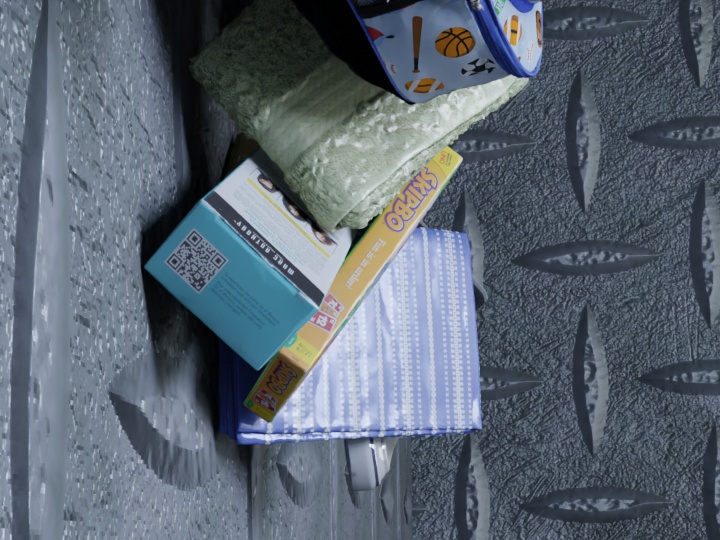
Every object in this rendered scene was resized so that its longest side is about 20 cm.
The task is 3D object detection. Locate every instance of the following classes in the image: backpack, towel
[{"bbox_3d":[0.046,-0.195,0.770,0.191,0.153,0.201,67,29,-43],"label":"backpack"},{"bbox_3d":[-0.006,0.041,0.943,0.024,0.198,0.146,-16,-105,56],"label":"towel"},{"bbox_3d":[0.005,-0.125,0.857,0.200,0.149,0.036,-41,178,-33],"label":"towel"}]

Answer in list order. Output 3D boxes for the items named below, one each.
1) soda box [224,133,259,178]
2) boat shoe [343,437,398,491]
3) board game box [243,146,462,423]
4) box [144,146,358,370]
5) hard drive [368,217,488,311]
[{"bbox_3d":[-0.048,0.004,1.006,0.064,0.067,0.202,-84,170,-58],"label":"soda box"},{"bbox_3d":[0.023,0.078,1.027,0.201,0.065,0.073,-83,170,-56],"label":"boat shoe"},{"bbox_3d":[0.000,0.000,0.883,0.201,0.030,0.096,-56,180,-29],"label":"board game box"},{"bbox_3d":[-0.054,-0.016,0.804,0.082,0.049,0.200,43,15,-5],"label":"box"},{"bbox_3d":[0.008,-0.057,1.083,0.140,0.033,0.200,45,4,-40],"label":"hard drive"}]
